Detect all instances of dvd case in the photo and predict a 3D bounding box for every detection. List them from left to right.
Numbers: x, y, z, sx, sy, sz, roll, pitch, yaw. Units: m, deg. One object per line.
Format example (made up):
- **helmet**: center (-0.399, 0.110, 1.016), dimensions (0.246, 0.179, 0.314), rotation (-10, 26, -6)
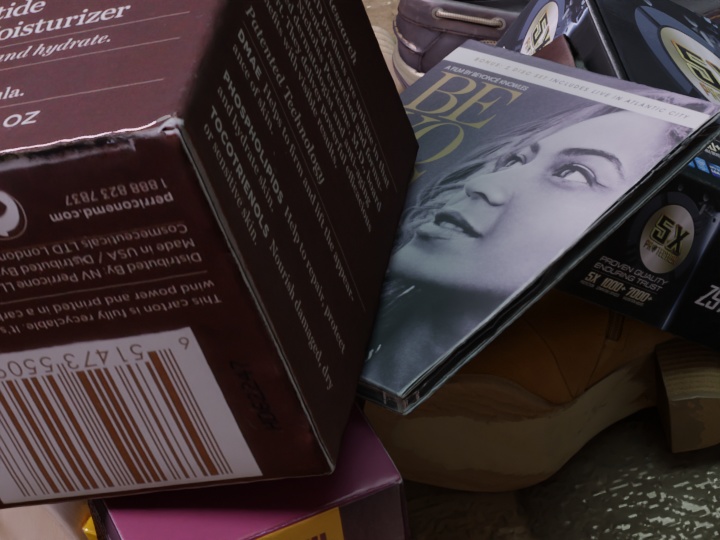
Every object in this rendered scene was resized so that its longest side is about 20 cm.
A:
- **dvd case**: center (0.033, -0.026, 0.929), dimensions (0.200, 0.016, 0.149), rotation (-39, 39, -28)

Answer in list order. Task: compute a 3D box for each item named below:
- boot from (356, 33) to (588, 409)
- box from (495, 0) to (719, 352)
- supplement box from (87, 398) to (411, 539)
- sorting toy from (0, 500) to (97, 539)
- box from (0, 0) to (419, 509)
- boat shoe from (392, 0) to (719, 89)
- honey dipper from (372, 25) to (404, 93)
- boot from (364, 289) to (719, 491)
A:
- **boot**: center (0.029, -0.016, 0.987), dimensions (0.166, 0.072, 0.200), rotation (-25, 35, 21)
- **box**: center (0.173, -0.044, 1.102), dimensions (0.200, 0.086, 0.164), rotation (21, 34, -28)
- **supplement box**: center (-0.038, 0.144, 0.920), dimensions (0.110, 0.200, 0.086), rotation (-20, 43, -13)
- **sorting toy**: center (-0.108, 0.059, 1.032), dimensions (0.107, 0.200, 0.180), rotation (30, 62, 5)
- **box**: center (-0.091, -0.038, 0.851), dimensions (0.166, 0.164, 0.200), rotation (-9, 38, 19)
- **boat shoe**: center (0.114, -0.137, 1.164), dimensions (0.200, 0.073, 0.075), rotation (-12, 45, -3)
- **honey dipper**: center (0.017, -0.083, 1.246), dimensions (0.038, 0.038, 0.200), rotation (-10, 29, -3)
- **boot**: center (0.087, 0.036, 1.127), dimensions (0.201, 0.071, 0.144), rotation (-4, 37, -3)
